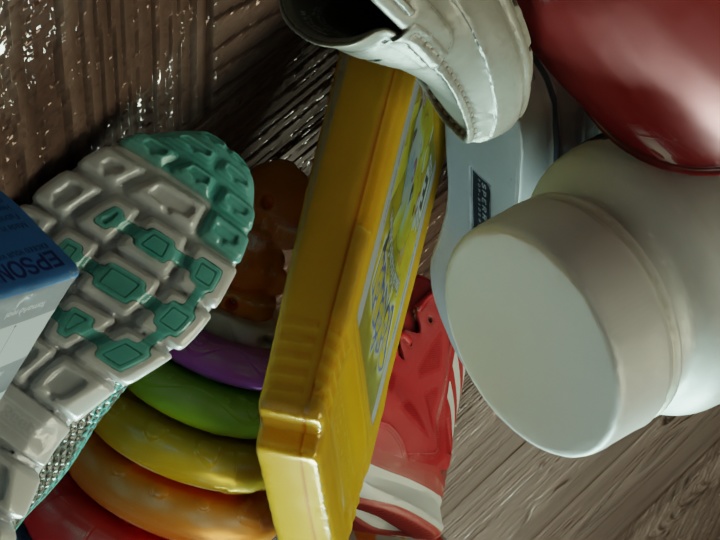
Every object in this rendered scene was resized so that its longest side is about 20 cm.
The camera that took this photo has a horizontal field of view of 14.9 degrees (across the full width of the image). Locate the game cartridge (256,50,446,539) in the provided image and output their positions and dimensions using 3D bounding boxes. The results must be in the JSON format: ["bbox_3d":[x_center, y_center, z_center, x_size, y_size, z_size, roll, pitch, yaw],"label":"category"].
[{"bbox_3d":[0.000,0.000,1.056,0.176,0.032,0.200,83,18,-68],"label":"game cartridge"}]

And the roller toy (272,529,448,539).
[{"bbox_3d":[-0.015,0.199,1.363,0.140,0.182,0.200,-51,163,13],"label":"roller toy"}]

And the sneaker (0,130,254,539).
[{"bbox_3d":[-0.114,0.031,0.977,0.200,0.078,0.091,-48,-176,-2],"label":"sneaker"}]

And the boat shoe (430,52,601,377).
[{"bbox_3d":[0.075,-0.022,1.135,0.065,0.074,0.200,-26,147,-23],"label":"boat shoe"}]

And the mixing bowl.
[{"bbox_3d":[0.110,-0.143,0.962,0.108,0.200,0.200,20,114,-42],"label":"mixing bowl"}]

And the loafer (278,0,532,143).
[{"bbox_3d":[0.004,-0.100,0.918,0.070,0.070,0.200,-40,142,-5],"label":"loafer"}]

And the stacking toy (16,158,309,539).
[{"bbox_3d":[-0.063,0.046,1.093,0.110,0.116,0.200,-22,136,-67],"label":"stacking toy"}]

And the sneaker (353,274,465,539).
[{"bbox_3d":[-0.012,0.043,1.268,0.200,0.078,0.116,46,53,-59],"label":"sneaker"}]

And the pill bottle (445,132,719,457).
[{"bbox_3d":[0.136,-0.013,1.065,0.200,0.113,0.113,-27,155,-32],"label":"pill bottle"}]

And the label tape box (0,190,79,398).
[{"bbox_3d":[-0.190,0.067,0.849,0.143,0.066,0.200,-20,146,-57],"label":"label tape box"}]
